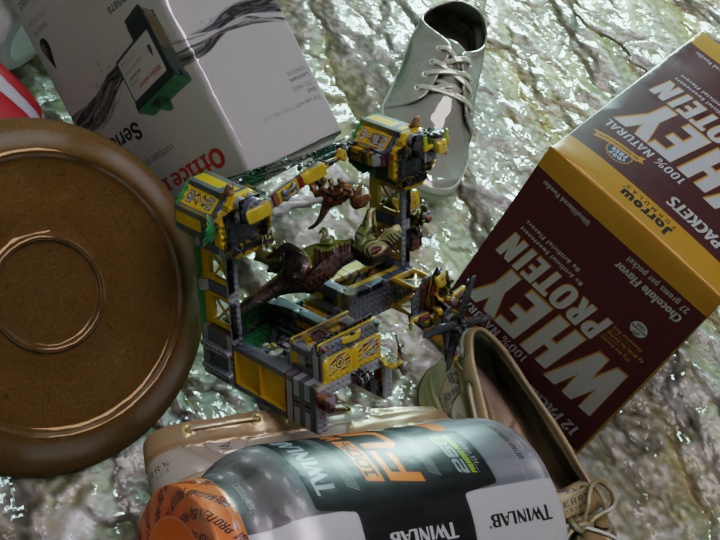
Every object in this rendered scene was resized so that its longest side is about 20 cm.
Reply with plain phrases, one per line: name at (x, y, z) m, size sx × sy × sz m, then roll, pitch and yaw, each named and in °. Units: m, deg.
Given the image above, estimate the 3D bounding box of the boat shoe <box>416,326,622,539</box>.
boat shoe at (0.104, 0.129, 0.829) m, size 0.073 × 0.063 × 0.200 m, roll -19°, pitch 64°, yaw -36°

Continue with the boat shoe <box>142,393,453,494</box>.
boat shoe at (-0.032, 0.099, 0.779) m, size 0.200 × 0.074 × 0.069 m, roll -7°, pitch 52°, yaw -36°

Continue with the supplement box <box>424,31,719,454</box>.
supplement box at (0.180, -0.016, 0.891) m, size 0.133 × 0.197 × 0.200 m, roll 43°, pitch 48°, yaw 11°

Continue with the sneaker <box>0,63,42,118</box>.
sneaker at (-0.284, -0.088, 0.804) m, size 0.200 × 0.071 × 0.113 m, roll 15°, pitch 52°, yaw -26°

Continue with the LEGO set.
LEGO set at (0.000, 0.000, 0.760) m, size 0.200 × 0.154 × 0.116 m, roll -15°, pitch 29°, yaw -43°

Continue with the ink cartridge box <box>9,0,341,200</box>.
ink cartridge box at (-0.121, -0.136, 0.830) m, size 0.084 × 0.146 × 0.200 m, roll -30°, pitch 94°, yaw -41°

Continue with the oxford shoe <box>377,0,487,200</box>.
oxford shoe at (0.059, -0.136, 1.025) m, size 0.075 × 0.058 × 0.200 m, roll 23°, pitch 49°, yaw -12°

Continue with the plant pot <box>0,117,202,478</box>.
plant pot at (-0.174, 0.013, 0.739) m, size 0.200 × 0.027 × 0.201 m, roll 2°, pitch 85°, yaw -29°

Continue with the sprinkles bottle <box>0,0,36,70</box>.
sprinkles bottle at (-0.295, -0.218, 0.905) m, size 0.200 × 0.068 × 0.068 m, roll 37°, pitch 47°, yaw 6°

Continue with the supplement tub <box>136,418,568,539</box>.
supplement tub at (-0.004, 0.144, 0.685) m, size 0.200 × 0.123 × 0.123 m, roll -3°, pitch 55°, yaw -36°
